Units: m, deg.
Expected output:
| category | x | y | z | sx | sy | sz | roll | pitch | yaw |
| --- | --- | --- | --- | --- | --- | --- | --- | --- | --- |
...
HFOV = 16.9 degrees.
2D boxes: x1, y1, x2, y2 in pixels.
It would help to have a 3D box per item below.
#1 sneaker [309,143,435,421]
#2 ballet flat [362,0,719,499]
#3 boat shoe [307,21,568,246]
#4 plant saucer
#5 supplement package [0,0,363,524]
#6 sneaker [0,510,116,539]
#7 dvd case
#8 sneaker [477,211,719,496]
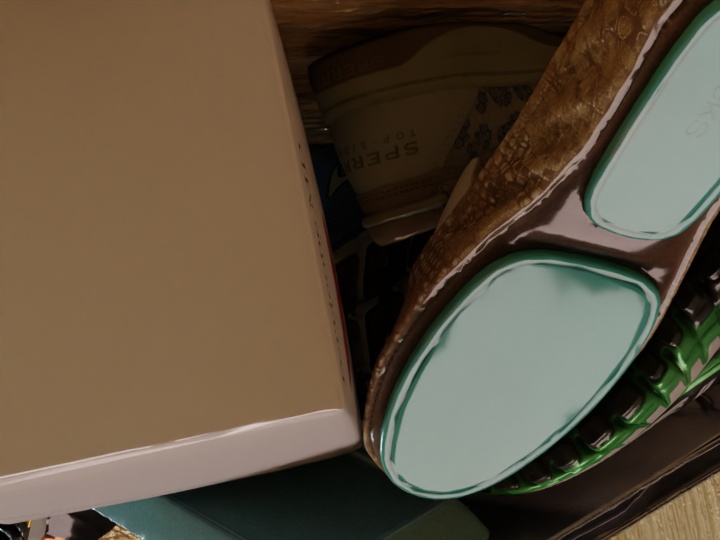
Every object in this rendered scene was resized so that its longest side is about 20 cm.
| category | x | y | z | sx | sy | sz | roll | pitch | yaw |
| --- | --- | --- | --- | --- | --- | --- | --- | --- | --- |
| sneaker | 0.000 | 0.000 | 0.851 | 0.089 | 0.079 | 0.200 | 8 | -164 | 19 |
| ballet flat | 0.060 | -0.021 | 0.654 | 0.070 | 0.065 | 0.200 | 20 | 127 | -25 |
| boat shoe | 0.062 | -0.041 | 0.776 | 0.199 | 0.063 | 0.073 | -4 | 170 | -44 |
| plant saucer | -0.048 | 0.061 | 0.774 | 0.070 | 0.019 | 0.200 | -29 | -148 | -29 |
| supplement package | -0.068 | -0.001 | 0.655 | 0.119 | 0.122 | 0.200 | -11 | 174 | 0 |
| sneaker | -0.106 | 0.053 | 0.959 | 0.090 | 0.070 | 0.200 | -30 | 162 | -44 |
| dvd case | 0.054 | 0.057 | 0.803 | 0.199 | 0.016 | 0.148 | -25 | -160 | -30 |
| sneaker | 0.105 | 0.008 | 0.717 | 0.200 | 0.078 | 0.085 | -35 | 146 | 23 |
